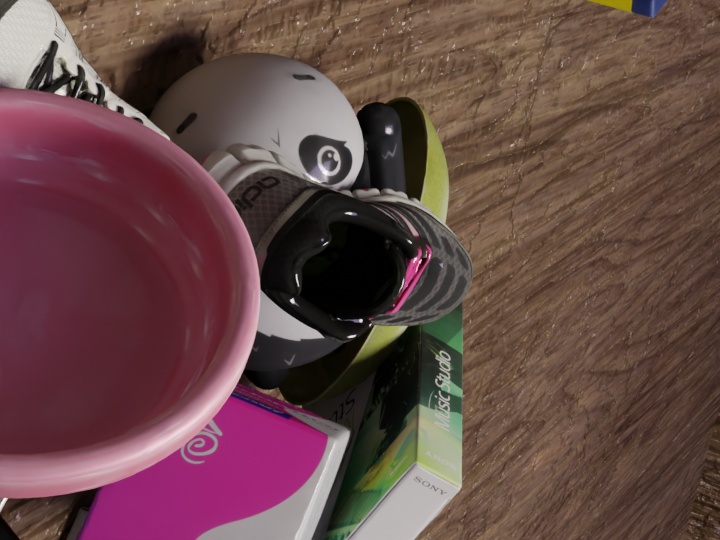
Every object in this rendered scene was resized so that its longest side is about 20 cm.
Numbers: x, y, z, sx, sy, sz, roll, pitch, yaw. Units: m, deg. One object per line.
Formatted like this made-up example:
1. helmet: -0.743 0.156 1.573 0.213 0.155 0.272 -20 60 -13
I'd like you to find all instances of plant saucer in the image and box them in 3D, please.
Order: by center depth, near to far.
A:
1. plant saucer: -0.142 0.013 0.805 0.201 0.200 0.051 -54 168 -40
2. plant saucer: 0.004 -0.008 1.220 0.200 0.031 0.200 -53 -156 37

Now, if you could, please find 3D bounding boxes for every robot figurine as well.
1. robot figurine: -0.053 -0.025 1.094 0.200 0.125 0.150 86 20 -47

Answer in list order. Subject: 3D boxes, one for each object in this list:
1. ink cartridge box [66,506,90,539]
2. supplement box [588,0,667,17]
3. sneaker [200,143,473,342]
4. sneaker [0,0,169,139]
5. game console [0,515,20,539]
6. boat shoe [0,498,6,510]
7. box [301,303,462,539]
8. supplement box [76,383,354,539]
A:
1. ink cartridge box: -0.154 0.255 1.198 0.200 0.043 0.196 -65 158 -9
2. supplement box: 0.111 -0.249 1.213 0.110 0.200 0.109 -50 151 -43
3. sneaker: 0.000 0.000 0.994 0.200 0.087 0.074 22 106 -50
4. sneaker: -0.129 -0.070 0.916 0.076 0.088 0.200 -62 157 -18
5. game console: -0.190 0.104 0.866 0.200 0.119 0.173 -18 125 -66
6. boat shoe: -0.158 0.056 0.859 0.069 0.071 0.200 56 40 -31
7. box: 0.008 0.101 1.178 0.144 0.036 0.200 -52 -160 30
8. supplement box: -0.070 0.113 1.040 0.200 0.101 0.103 42 70 -87
